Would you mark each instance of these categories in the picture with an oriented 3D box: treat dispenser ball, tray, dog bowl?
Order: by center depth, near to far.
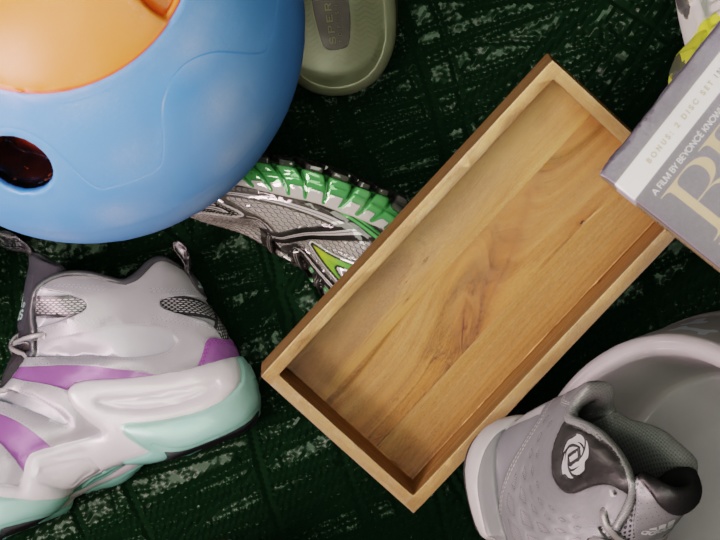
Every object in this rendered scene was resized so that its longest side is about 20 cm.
[{"bbox_3d":[-0.125,-0.113,1.343,0.200,0.201,0.201,0,89,6],"label":"treat dispenser ball"},{"bbox_3d":[0.157,0.117,1.356,0.200,0.059,0.201,-3,86,42],"label":"dog bowl"},{"bbox_3d":[0.056,0.006,1.372,0.099,0.037,0.200,42,98,-8],"label":"tray"}]

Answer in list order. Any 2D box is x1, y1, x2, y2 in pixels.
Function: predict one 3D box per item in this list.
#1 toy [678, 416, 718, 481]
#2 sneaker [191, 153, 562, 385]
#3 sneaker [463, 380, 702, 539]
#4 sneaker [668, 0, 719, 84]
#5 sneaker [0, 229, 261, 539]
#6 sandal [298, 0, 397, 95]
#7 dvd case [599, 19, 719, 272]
[{"bbox_3d":[0.186,0.167,1.401,0.115,0.047,0.201,-15,80,39],"label":"toy"},{"bbox_3d":[0.000,0.000,1.419,0.200,0.078,0.085,24,92,5],"label":"sneaker"},{"bbox_3d":[0.113,0.141,1.296,0.115,0.075,0.200,-38,62,45],"label":"sneaker"},{"bbox_3d":[0.196,-0.114,1.395,0.085,0.074,0.200,34,59,-30],"label":"sneaker"},{"bbox_3d":[-0.162,0.049,1.441,0.200,0.078,0.140,-24,85,-5],"label":"sneaker"},{"bbox_3d":[-0.024,-0.180,1.400,0.080,0.057,0.201,-11,103,14],"label":"sandal"},{"bbox_3d":[0.223,-0.037,1.229,0.200,0.016,0.149,39,94,7],"label":"dvd case"}]
